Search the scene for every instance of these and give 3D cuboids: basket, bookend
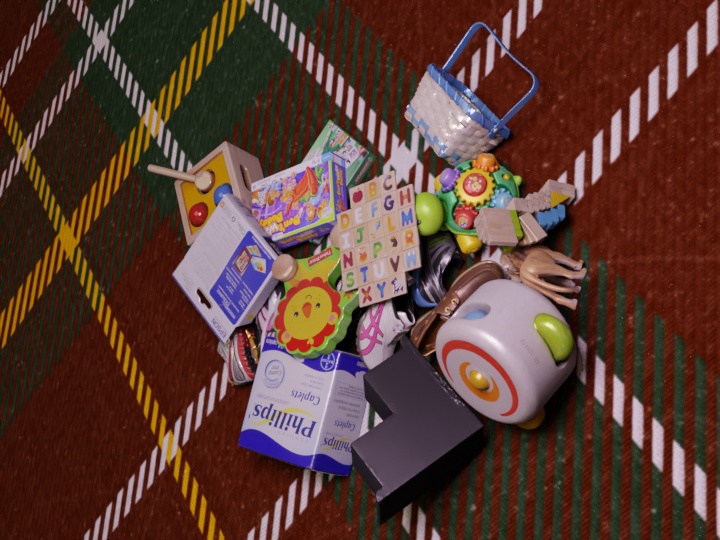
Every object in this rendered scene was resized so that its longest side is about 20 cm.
[{"bbox_3d":[0.181,-0.287,1.547,0.201,0.138,0.177,-50,53,24],"label":"basket"},{"bbox_3d":[0.051,0.241,1.438,0.198,0.093,0.199,-32,59,-18],"label":"bookend"}]

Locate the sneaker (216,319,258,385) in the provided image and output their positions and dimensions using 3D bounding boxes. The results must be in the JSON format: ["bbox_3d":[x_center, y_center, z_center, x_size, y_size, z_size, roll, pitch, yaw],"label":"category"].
[{"bbox_3d":[-0.246,0.125,1.792,0.082,0.077,0.202,-33,58,27],"label":"sneaker"}]

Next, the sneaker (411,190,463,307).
[{"bbox_3d":[0.133,-0.036,1.564,0.081,0.071,0.203,3,74,15],"label":"sneaker"}]

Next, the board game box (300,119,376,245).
[{"bbox_3d":[-0.069,-0.168,1.778,0.135,0.029,0.201,43,103,39],"label":"board game box"}]

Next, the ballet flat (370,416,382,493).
[{"bbox_3d":[0.054,0.272,1.518,0.071,0.072,0.204,5,79,38],"label":"ballet flat"}]

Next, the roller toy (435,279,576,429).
[{"bbox_3d":[0.205,0.123,1.355,0.181,0.202,0.140,34,58,26],"label":"roller toy"}]

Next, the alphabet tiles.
[{"bbox_3d":[0.027,-0.050,1.500,0.165,0.006,0.204,-18,70,40],"label":"alphabet tiles"}]

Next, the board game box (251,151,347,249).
[{"bbox_3d":[-0.116,-0.124,1.753,0.198,0.045,0.137,-18,66,33],"label":"board game box"}]

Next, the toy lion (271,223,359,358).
[{"bbox_3d":[-0.064,0.045,1.583,0.198,0.068,0.194,-28,57,20],"label":"toy lion"}]

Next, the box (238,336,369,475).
[{"bbox_3d":[-0.094,0.232,1.622,0.182,0.104,0.203,7,81,39],"label":"box"}]

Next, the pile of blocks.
[{"bbox_3d":[0.252,-0.071,1.426,0.083,0.198,0.062,56,149,17],"label":"pile of blocks"}]

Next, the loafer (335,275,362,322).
[{"bbox_3d":[0.000,0.000,1.641,0.069,0.075,0.203,9,81,43],"label":"loafer"}]

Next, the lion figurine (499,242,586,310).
[{"bbox_3d":[0.266,-0.001,1.384,0.121,0.200,0.074,20,96,6],"label":"lion figurine"}]

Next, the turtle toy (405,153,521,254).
[{"bbox_3d":[0.165,-0.110,1.494,0.197,0.101,0.148,-24,68,4],"label":"turtle toy"}]

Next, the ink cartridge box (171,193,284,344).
[{"bbox_3d":[-0.243,-0.002,1.750,0.198,0.047,0.201,48,114,28],"label":"ink cartridge box"}]

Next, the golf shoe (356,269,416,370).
[{"bbox_3d":[0.045,0.088,1.542,0.091,0.072,0.203,27,123,38],"label":"golf shoe"}]

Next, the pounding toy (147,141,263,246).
[{"bbox_3d":[-0.302,-0.157,1.882,0.183,0.141,0.202,-33,59,25],"label":"pounding toy"}]

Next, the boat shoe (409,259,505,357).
[{"bbox_3d":[0.155,0.068,1.488,0.200,0.072,0.068,-46,9,22],"label":"boat shoe"}]

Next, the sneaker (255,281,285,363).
[{"bbox_3d":[-0.165,0.088,1.754,0.086,0.080,0.203,-16,58,46],"label":"sneaker"}]
